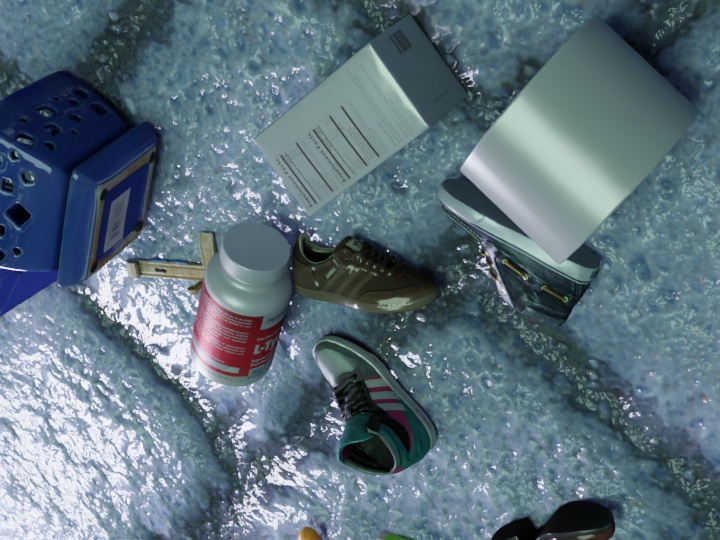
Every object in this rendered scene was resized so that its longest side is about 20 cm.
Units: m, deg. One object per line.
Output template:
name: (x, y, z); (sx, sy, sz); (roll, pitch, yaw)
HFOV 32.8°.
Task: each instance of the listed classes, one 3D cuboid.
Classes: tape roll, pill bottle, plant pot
tape roll: (0.212, -0.126, 1.197); (0.139, 0.203, 0.203); (42, 127, 4)
pill bottle: (-0.147, 0.042, 1.531); (0.111, 0.112, 0.202); (31, 134, 13)
plant pot: (-0.377, -0.108, 1.559); (0.178, 0.200, 0.202); (24, 123, 10)

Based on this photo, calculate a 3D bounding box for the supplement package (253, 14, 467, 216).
supplement package: (-0.002, -0.169, 1.355); (0.199, 0.114, 0.110); (-33, 97, 37)

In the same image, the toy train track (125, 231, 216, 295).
toy train track: (-0.238, 0.006, 1.632); (0.197, 0.032, 0.116); (5, 116, 29)

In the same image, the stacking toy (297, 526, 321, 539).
stacking toy: (-0.055, 0.455, 1.720); (0.115, 0.109, 0.203); (-5, 100, 44)

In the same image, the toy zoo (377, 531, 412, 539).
toy zoo: (0.114, 0.436, 1.650); (0.197, 0.020, 0.133); (13, 119, 25)

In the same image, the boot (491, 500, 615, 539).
boot: (0.276, 0.391, 1.504); (0.187, 0.068, 0.201); (-28, 99, 37)

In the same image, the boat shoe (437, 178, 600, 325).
boat shoe: (0.160, -0.018, 1.361); (0.199, 0.071, 0.092); (32, 122, 10)

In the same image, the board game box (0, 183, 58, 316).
board game box: (-0.525, -0.044, 1.695); (0.198, 0.159, 0.098); (24, 123, 17)

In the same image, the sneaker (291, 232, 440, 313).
sneaker: (0.000, 0.000, 1.466); (0.197, 0.070, 0.077); (5, 115, 27)

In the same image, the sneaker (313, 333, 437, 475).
sneaker: (-0.004, 0.179, 1.527); (0.200, 0.121, 0.084); (44, 128, 4)
